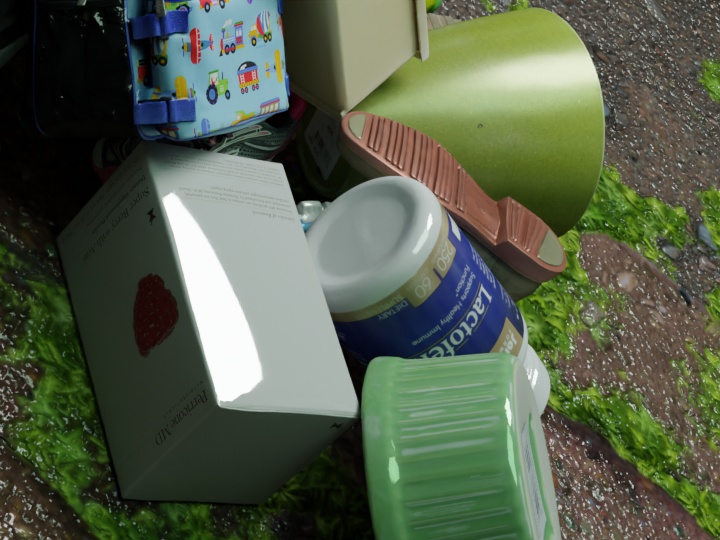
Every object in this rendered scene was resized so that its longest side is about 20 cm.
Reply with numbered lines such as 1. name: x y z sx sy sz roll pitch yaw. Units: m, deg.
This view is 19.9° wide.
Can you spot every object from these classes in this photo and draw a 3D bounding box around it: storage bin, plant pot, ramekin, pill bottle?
1. storage bin: -0.058 -0.240 1.466 0.198 0.201 0.094 35 64 26
2. plant pot: 0.057 -0.108 1.604 0.199 0.187 0.188 -6 60 -31
3. ramekin: 0.071 0.149 1.345 0.200 0.097 0.202 -10 90 -80
4. pill bottle: 0.049 0.037 1.455 0.200 0.115 0.116 50 30 -37

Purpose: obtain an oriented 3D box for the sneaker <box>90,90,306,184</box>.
1. sneaker: -0.118 -0.096 1.482 0.081 0.075 0.200 51 38 5

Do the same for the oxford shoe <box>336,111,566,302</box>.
1. oxford shoe: 0.054 -0.038 1.496 0.200 0.074 0.071 37 35 -13

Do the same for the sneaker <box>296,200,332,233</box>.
1. sneaker: 0.000 0.000 1.532 0.199 0.075 0.087 1 77 -45

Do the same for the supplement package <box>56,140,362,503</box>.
1. supplement package: -0.102 0.036 1.340 0.119 0.121 0.201 8 52 -40

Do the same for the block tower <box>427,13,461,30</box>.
1. block tower: 0.014 -0.186 1.710 0.199 0.054 0.058 6 54 -42

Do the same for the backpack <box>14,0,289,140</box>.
1. backpack: -0.136 -0.192 1.350 0.182 0.134 0.202 -18 108 -61

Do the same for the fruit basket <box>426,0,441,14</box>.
1. fruit basket: -0.007 -0.301 1.733 0.214 0.156 0.216 15 40 -13

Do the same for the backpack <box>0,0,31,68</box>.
1. backpack: -0.287 -0.190 1.351 0.200 0.126 0.168 -40 109 -48
